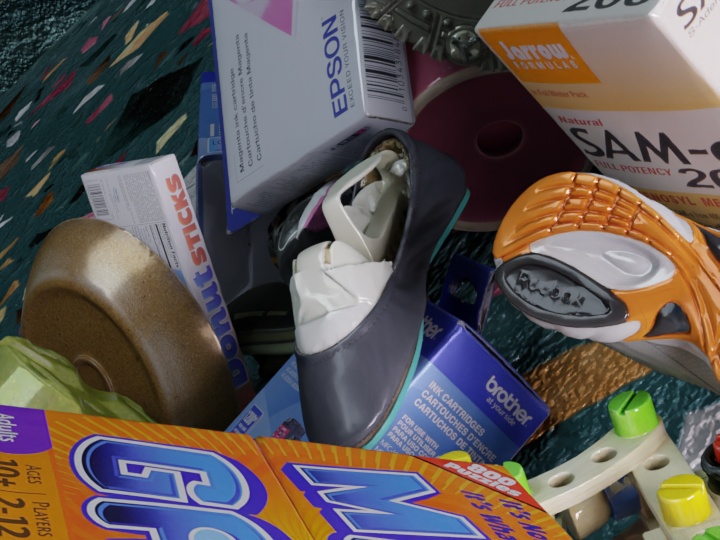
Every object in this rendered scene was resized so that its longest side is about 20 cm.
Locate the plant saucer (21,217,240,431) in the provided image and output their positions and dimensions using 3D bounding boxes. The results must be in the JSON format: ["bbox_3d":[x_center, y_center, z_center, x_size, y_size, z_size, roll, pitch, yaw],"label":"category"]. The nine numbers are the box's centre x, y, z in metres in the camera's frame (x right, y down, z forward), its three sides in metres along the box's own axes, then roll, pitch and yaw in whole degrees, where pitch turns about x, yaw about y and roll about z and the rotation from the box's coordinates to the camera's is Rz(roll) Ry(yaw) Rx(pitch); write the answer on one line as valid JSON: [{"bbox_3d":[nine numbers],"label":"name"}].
[{"bbox_3d":[-0.158,0.067,0.954,0.035,0.202,0.199,-31,8,-40],"label":"plant saucer"}]

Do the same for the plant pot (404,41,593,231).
[{"bbox_3d":[0.067,-0.131,0.918,0.199,0.199,0.180,-35,39,25],"label":"plant pot"}]

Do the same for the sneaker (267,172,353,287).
[{"bbox_3d":[-0.021,-0.015,0.929,0.086,0.081,0.200,-20,4,17],"label":"sneaker"}]

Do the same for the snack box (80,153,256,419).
[{"bbox_3d":[-0.114,0.029,0.934,0.071,0.202,0.024,-4,19,43],"label":"snack box"}]

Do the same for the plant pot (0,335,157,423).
[{"bbox_3d":[-0.197,0.148,0.848,0.185,0.200,0.200,-56,23,-1],"label":"plant pot"}]

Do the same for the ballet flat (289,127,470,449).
[{"bbox_3d":[0.000,0.000,0.722,0.073,0.073,0.201,-27,28,38],"label":"ballet flat"}]

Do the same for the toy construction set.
[{"bbox_3d":[0.103,0.117,0.541,0.130,0.093,0.201,-19,34,1],"label":"toy construction set"}]

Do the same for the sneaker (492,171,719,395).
[{"bbox_3d":[0.152,0.021,0.570,0.199,0.092,0.076,29,94,32],"label":"sneaker"}]

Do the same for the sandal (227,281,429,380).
[{"bbox_3d":[-0.040,0.047,0.962,0.199,0.058,0.080,-5,25,39],"label":"sandal"}]

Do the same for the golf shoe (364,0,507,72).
[{"bbox_3d":[0.099,-0.156,0.813,0.198,0.079,0.097,3,23,1],"label":"golf shoe"}]

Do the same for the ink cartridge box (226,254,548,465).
[{"bbox_3d":[0.006,0.083,0.777,0.200,0.076,0.136,-47,23,-6],"label":"ink cartridge box"}]

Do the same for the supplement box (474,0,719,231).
[{"bbox_3d":[0.155,-0.054,0.592,0.074,0.200,0.126,-51,22,-12],"label":"supplement box"}]

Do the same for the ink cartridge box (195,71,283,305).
[{"bbox_3d":[-0.083,-0.061,1.106,0.075,0.138,0.201,1,27,-4],"label":"ink cartridge box"}]

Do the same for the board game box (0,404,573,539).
[{"bbox_3d":[-0.032,0.177,0.444,0.200,0.198,0.202,-137,58,-68],"label":"board game box"}]

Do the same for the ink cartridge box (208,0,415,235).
[{"bbox_3d":[-0.051,-0.145,0.906,0.199,0.043,0.199,-27,64,48],"label":"ink cartridge box"}]
